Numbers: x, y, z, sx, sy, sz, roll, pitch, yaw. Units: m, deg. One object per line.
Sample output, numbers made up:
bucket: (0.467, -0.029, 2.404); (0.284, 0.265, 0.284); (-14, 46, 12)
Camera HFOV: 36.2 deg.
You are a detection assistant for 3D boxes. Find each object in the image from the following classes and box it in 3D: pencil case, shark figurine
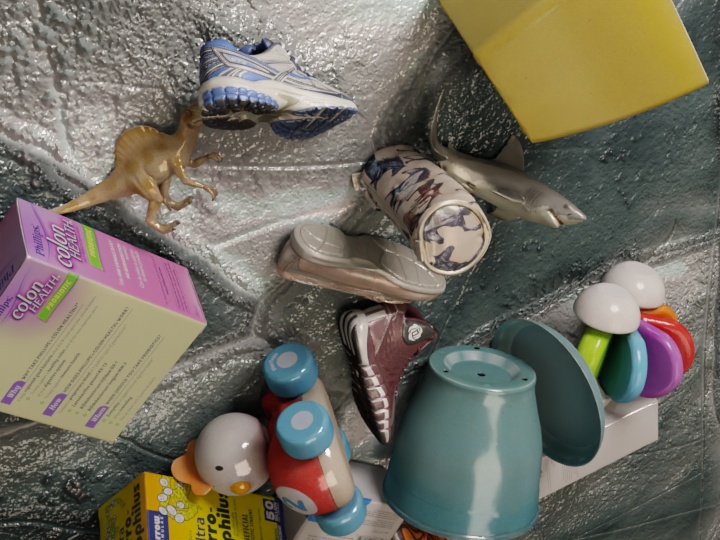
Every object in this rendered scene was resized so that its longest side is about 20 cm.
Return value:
pencil case: (0.061, -0.065, 1.129); (0.089, 0.200, 0.078); (-22, 118, -8)
shark figurine: (0.146, -0.122, 1.234); (0.214, 0.128, 0.090); (28, 80, -20)

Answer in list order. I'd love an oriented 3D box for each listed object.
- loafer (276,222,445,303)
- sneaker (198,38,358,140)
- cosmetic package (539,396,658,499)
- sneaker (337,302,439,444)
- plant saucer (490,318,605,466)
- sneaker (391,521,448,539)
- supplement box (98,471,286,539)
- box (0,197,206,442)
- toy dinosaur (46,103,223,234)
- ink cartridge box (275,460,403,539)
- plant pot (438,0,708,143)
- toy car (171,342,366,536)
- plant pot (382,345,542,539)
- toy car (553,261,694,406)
loafer: (0.000, 0.000, 1.236); (0.200, 0.072, 0.063); (17, 129, -28)
sneaker: (-0.076, -0.181, 1.058); (0.077, 0.085, 0.200); (-22, 166, 35)
cosmetic package: (0.294, 0.214, 1.502); (0.200, 0.108, 0.085); (-22, 129, -12)
sneaker: (0.048, 0.117, 1.330); (0.115, 0.076, 0.200); (-23, 129, -16)
plant saucer: (0.236, 0.148, 1.370); (0.027, 0.200, 0.201); (-23, 130, -26)
sneaker: (0.092, 0.370, 1.531); (0.112, 0.078, 0.200); (-33, 141, -9)
supplement box: (-0.194, 0.323, 1.295); (0.200, 0.109, 0.109); (20, 134, -37)
box: (-0.288, 0.055, 1.082); (0.200, 0.097, 0.176); (24, 115, -38)
toy dinosaur: (-0.207, -0.090, 1.078); (0.200, 0.058, 0.101); (-32, 115, 12)
ink cartridge box: (-0.052, 0.346, 1.423); (0.146, 0.084, 0.200); (19, 111, -36)
plant pot: (0.194, -0.249, 1.091); (0.176, 0.200, 0.200); (-34, 132, 12)
toy car: (-0.117, 0.217, 1.259); (0.199, 0.177, 0.185); (-19, 132, 0)
plant pot: (0.136, 0.201, 1.366); (0.200, 0.200, 0.189); (-3, 110, -26)
toy car: (0.343, 0.100, 1.397); (0.200, 0.150, 0.175); (-28, 139, -51)
